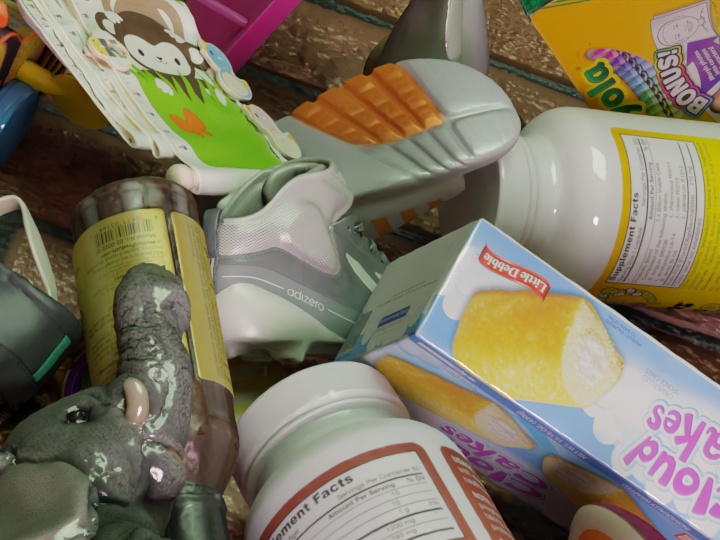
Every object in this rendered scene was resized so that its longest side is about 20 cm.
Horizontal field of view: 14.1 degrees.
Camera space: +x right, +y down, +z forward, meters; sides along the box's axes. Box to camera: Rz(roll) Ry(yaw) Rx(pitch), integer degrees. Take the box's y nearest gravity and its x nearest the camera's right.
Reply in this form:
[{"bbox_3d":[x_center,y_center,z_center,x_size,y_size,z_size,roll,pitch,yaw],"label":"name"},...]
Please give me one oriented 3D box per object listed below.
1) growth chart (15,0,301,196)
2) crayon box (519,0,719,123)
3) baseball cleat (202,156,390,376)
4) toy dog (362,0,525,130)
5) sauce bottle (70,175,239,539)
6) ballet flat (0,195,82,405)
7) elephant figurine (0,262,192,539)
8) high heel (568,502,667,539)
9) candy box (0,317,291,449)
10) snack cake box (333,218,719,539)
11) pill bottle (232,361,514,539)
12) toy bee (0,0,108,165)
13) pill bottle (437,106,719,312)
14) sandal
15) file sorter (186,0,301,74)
[{"bbox_3d":[-0.106,-0.105,1.445,0.200,0.018,0.144,49,27,16],"label":"growth chart"},{"bbox_3d":[0.174,-0.128,1.615,0.200,0.118,0.058,50,13,-44],"label":"crayon box"},{"bbox_3d":[0.000,0.000,1.421,0.069,0.107,0.199,3,-1,39],"label":"baseball cleat"},{"bbox_3d":[0.025,-0.130,1.581,0.096,0.201,0.132,-29,29,-27],"label":"toy dog"},{"bbox_3d":[-0.089,0.056,1.302,0.064,0.065,0.201,6,56,-25],"label":"sauce bottle"},{"bbox_3d":[-0.191,-0.021,1.347,0.073,0.073,0.200,-11,49,-40],"label":"ballet flat"},{"bbox_3d":[-0.113,0.115,1.201,0.154,0.142,0.200,-9,45,-35],"label":"elephant figurine"},{"bbox_3d":[0.129,0.146,1.294,0.095,0.200,0.068,10,76,-15],"label":"high heel"},{"bbox_3d":[-0.116,0.076,1.348,0.102,0.026,0.200,36,37,8],"label":"candy box"},{"bbox_3d":[0.098,0.066,1.351,0.200,0.115,0.067,34,69,-12],"label":"snack cake box"},{"bbox_3d":[0.016,0.139,1.273,0.112,0.113,0.200,-1,43,-32],"label":"pill bottle"},{"bbox_3d":[-0.186,-0.102,1.461,0.130,0.109,0.200,20,36,-11],"label":"toy bee"},{"bbox_3d":[0.145,-0.033,1.575,0.199,0.105,0.105,5,40,-26],"label":"pill bottle"},{"bbox_3d":[-0.017,-0.047,1.512,0.206,0.059,0.079,-19,54,-4],"label":"sandal"},{"bbox_3d":[-0.074,-0.224,1.576,0.125,0.200,0.139,30,31,-26],"label":"file sorter"}]
